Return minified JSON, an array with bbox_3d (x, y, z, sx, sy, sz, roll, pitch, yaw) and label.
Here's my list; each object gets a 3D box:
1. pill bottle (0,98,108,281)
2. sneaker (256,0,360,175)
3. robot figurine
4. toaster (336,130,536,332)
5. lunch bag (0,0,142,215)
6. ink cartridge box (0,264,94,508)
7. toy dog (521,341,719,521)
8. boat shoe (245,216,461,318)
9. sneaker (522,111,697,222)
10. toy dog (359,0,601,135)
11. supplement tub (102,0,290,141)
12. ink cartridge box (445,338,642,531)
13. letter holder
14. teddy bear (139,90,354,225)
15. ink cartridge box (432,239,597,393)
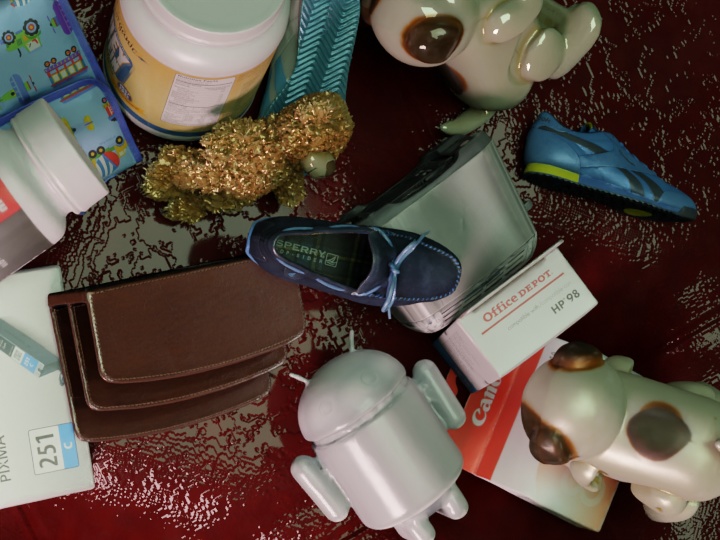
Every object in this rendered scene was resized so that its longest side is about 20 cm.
[{"bbox_3d":[-0.316,-0.046,1.192,0.199,0.114,0.114,-36,98,-4],"label":"pill bottle"},{"bbox_3d":[-0.052,-0.179,1.354,0.076,0.081,0.202,15,102,-19],"label":"sneaker"},{"bbox_3d":[0.017,0.157,1.337,0.169,0.113,0.201,-36,99,-18],"label":"robot figurine"},{"bbox_3d":[0.070,-0.031,1.365,0.200,0.114,0.130,-37,101,-15],"label":"toaster"},{"bbox_3d":[-0.296,-0.136,1.273,0.150,0.094,0.201,-31,111,-15],"label":"lunch bag"},{"bbox_3d":[-0.334,0.108,1.260,0.175,0.045,0.202,-10,90,-20],"label":"ink cartridge box"},{"bbox_3d":[0.236,0.148,1.324,0.199,0.194,0.141,22,92,-16],"label":"toy dog"},{"bbox_3d":[0.000,0.000,1.255,0.198,0.069,0.085,3,95,-21],"label":"boat shoe"},{"bbox_3d":[0.257,-0.104,1.455,0.199,0.066,0.079,18,78,-17],"label":"sneaker"},{"bbox_3d":[0.090,-0.232,1.350,0.199,0.140,0.194,12,124,-49],"label":"toy dog"},{"bbox_3d":[-0.141,-0.212,1.244,0.143,0.200,0.146,5,70,-15],"label":"supplement tub"},{"bbox_3d":[0.178,0.143,1.425,0.199,0.050,0.163,28,79,-18],"label":"ink cartridge box"},{"bbox_3d":[-0.154,0.070,1.271,0.199,0.100,0.143,-12,93,-32],"label":"letter holder"},{"bbox_3d":[-0.097,-0.090,1.285,0.198,0.145,0.067,-12,57,-4],"label":"teddy bear"},{"bbox_3d":[0.141,0.046,1.325,0.115,0.200,0.067,-36,85,-9],"label":"ink cartridge box"}]
